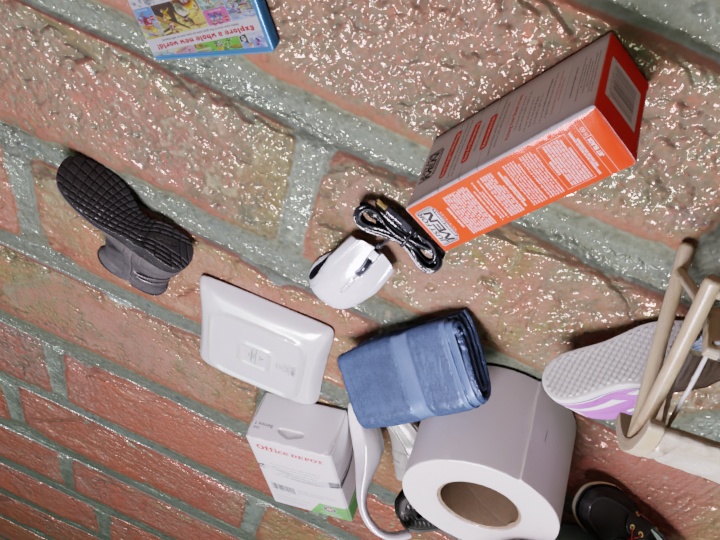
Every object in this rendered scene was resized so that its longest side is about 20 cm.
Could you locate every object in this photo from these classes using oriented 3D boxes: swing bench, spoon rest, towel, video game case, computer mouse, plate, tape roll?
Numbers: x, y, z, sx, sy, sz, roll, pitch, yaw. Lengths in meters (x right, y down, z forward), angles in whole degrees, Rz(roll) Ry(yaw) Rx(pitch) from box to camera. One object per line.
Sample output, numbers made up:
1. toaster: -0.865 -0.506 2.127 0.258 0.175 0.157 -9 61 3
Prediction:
1. swing bench: 0.354 0.110 0.692 0.194 0.130 0.205 16 107 9
2. spoon rest: 0.013 0.286 1.116 0.059 0.205 0.099 -16 169 -14
3. towel: 0.065 0.126 0.961 0.197 0.048 0.115 -20 85 39
4. video game case: -0.164 -0.282 0.692 0.139 0.018 0.203 4 136 24
5. computer mouse: 0.000 0.000 0.895 0.109 0.044 0.200 35 140 -13
6. plate: -0.142 0.111 1.105 0.195 0.033 0.202 22 140 5
7. tape roll: 0.164 0.237 0.992 0.197 0.141 0.206 14 139 13

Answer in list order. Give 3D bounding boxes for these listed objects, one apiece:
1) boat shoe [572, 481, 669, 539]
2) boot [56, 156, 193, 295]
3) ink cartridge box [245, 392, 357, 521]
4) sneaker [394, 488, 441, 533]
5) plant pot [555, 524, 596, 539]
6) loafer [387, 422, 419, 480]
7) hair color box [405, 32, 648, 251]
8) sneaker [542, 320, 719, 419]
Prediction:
1. boat shoe: 0.358 0.350 1.052 0.201 0.074 0.063 42 178 -26
2. boot: -0.316 -0.044 1.002 0.200 0.070 0.131 43 143 -14
3. ink cartridge box: -0.080 0.292 1.229 0.142 0.085 0.203 9 138 19
4. sneaker: 0.143 0.360 1.200 0.193 0.079 0.114 4 177 -10
5. plant pot: 0.284 0.459 1.153 0.133 0.200 0.202 22 150 48
6. loafer: 0.073 0.263 1.097 0.202 0.069 0.070 55 178 -10
7. hair color box: 0.136 -0.102 0.663 0.061 0.103 0.198 42 139 -22
8. sneaker: 0.307 0.113 0.850 0.196 0.074 0.114 -14 147 31
